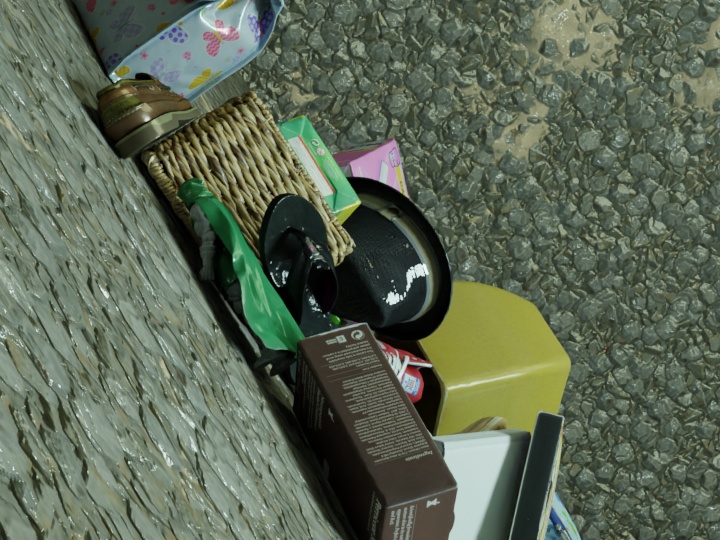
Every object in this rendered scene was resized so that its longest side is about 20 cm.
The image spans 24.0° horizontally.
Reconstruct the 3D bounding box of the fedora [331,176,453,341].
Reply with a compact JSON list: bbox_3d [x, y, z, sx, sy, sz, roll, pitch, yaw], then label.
[{"bbox_3d":[0.000,0.000,1.835,0.092,0.201,0.201,-29,84,-45],"label":"fedora"}]

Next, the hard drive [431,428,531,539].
[{"bbox_3d":[0.102,0.221,1.620,0.026,0.132,0.200,14,4,28],"label":"hard drive"}]

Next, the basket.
[{"bbox_3d":[-0.134,-0.050,1.676,0.200,0.149,0.143,57,-30,-6],"label":"basket"}]

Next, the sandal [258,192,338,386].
[{"bbox_3d":[-0.047,0.020,1.600,0.048,0.075,0.200,17,-55,44],"label":"sandal"}]

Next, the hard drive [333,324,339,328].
[{"bbox_3d":[0.005,0.147,2.031,0.140,0.033,0.200,53,5,-48],"label":"hard drive"}]

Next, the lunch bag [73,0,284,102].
[{"bbox_3d":[-0.194,-0.288,1.829,0.127,0.200,0.170,53,6,-48],"label":"lunch bag"}]

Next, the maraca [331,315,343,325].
[{"bbox_3d":[-0.068,-0.024,1.981,0.137,0.107,0.200,22,39,-48],"label":"maraca"}]

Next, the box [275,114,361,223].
[{"bbox_3d":[-0.090,-0.062,1.799,0.117,0.048,0.200,57,-39,12],"label":"box"}]

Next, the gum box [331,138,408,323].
[{"bbox_3d":[0.011,-0.040,1.956,0.113,0.066,0.200,-32,112,-57],"label":"gum box"}]

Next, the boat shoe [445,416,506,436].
[{"bbox_3d":[0.079,0.195,1.671,0.200,0.069,0.074,-36,138,-51],"label":"boat shoe"}]

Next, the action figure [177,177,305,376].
[{"bbox_3d":[-0.115,0.000,1.543,0.200,0.055,0.118,62,7,19],"label":"action figure"}]

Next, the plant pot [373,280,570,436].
[{"bbox_3d":[0.141,0.130,2.089,0.196,0.200,0.194,-120,-151,-42],"label":"plant pot"}]

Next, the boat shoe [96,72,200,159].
[{"bbox_3d":[-0.202,-0.156,1.594,0.068,0.072,0.200,58,3,-6],"label":"boat shoe"}]

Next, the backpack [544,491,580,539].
[{"bbox_3d":[0.168,0.302,1.971,0.200,0.147,0.183,55,1,12],"label":"backpack"}]

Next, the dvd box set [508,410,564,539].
[{"bbox_3d":[0.177,0.237,1.717,0.200,0.029,0.146,76,28,-70],"label":"dvd box set"}]

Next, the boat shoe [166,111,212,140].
[{"bbox_3d":[-0.162,-0.123,1.837,0.068,0.072,0.200,55,1,6],"label":"boat shoe"}]

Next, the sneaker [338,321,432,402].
[{"bbox_3d":[0.017,0.112,1.871,0.112,0.071,0.200,29,5,5],"label":"sneaker"}]

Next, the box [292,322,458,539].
[{"bbox_3d":[0.009,0.154,1.475,0.100,0.075,0.200,96,-29,-44],"label":"box"}]
